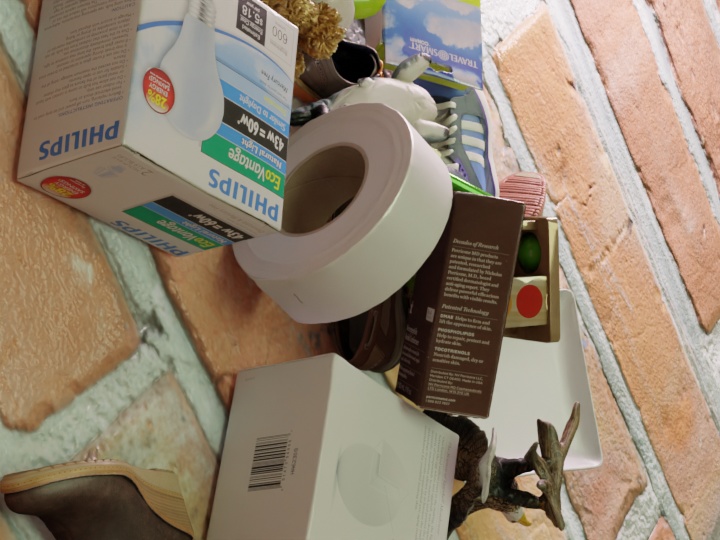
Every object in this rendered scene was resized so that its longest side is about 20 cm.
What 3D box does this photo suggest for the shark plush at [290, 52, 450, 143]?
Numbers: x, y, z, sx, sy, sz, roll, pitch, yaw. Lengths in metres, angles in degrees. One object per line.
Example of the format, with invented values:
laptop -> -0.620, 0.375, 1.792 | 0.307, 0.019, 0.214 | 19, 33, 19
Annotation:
shark plush -> 0.002, -0.142, 1.625 | 0.200, 0.083, 0.091 | -22, 88, -38

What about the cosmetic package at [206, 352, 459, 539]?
cosmetic package -> -0.022, 0.210, 1.497 | 0.200, 0.123, 0.200 | 36, 53, -42

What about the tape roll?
tape roll -> -0.019, -0.053, 1.508 | 0.071, 0.202, 0.203 | 46, 47, -38

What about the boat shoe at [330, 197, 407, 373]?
boat shoe -> 0.000, 0.000, 1.629 | 0.072, 0.076, 0.200 | 0, 79, -52

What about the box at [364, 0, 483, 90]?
box -> 0.066, -0.277, 1.756 | 0.122, 0.048, 0.200 | 12, 60, -23

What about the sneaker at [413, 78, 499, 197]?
sneaker -> 0.082, -0.120, 1.765 | 0.146, 0.080, 0.200 | -42, 120, -55

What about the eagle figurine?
eagle figurine -> 0.111, 0.210, 1.616 | 0.152, 0.200, 0.151 | -35, 111, -51

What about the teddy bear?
teddy bear -> -0.105, -0.251, 1.497 | 0.200, 0.145, 0.067 | 61, 35, -30

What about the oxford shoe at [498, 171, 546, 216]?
oxford shoe -> 0.165, -0.029, 1.883 | 0.074, 0.071, 0.200 | 73, 34, -45

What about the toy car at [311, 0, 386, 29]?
toy car -> -0.041, -0.328, 1.569 | 0.200, 0.150, 0.175 | 39, 45, -10

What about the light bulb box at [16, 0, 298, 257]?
light bulb box -> -0.164, -0.143, 1.397 | 0.198, 0.125, 0.200 | 28, 58, -47

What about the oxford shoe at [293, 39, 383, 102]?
oxford shoe -> 0.000, -0.182, 1.676 | 0.200, 0.073, 0.071 | 23, 62, -50

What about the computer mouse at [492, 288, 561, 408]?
computer mouse -> 0.174, 0.088, 1.857 | 0.059, 0.034, 0.200 | 53, 52, -12

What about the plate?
plate -> 0.163, 0.123, 1.792 | 0.200, 0.032, 0.200 | -3, 80, -35

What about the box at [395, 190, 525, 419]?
box -> 0.091, 0.028, 1.538 | 0.075, 0.100, 0.200 | 11, 91, -12

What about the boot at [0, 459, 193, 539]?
boot -> -0.197, 0.234, 1.292 | 0.200, 0.072, 0.167 | 16, 66, -55

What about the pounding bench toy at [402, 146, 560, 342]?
pounding bench toy -> 0.114, -0.028, 1.675 | 0.156, 0.124, 0.201 | -4, 95, -30
